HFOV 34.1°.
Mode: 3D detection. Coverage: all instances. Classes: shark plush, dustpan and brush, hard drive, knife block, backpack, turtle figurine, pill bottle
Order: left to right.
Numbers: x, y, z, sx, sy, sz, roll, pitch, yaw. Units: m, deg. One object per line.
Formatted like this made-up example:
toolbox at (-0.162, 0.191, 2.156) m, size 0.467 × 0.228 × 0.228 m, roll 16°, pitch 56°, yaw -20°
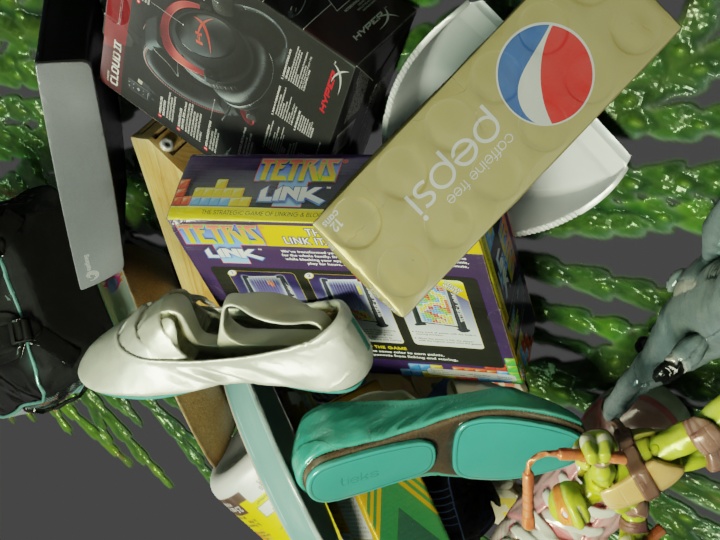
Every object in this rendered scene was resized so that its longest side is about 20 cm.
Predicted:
backpack at (-0.282, 0.032, 1.018) m, size 0.199 × 0.152 × 0.178 m, roll -29°, pitch 86°, yaw 48°
hard drive at (-0.202, -0.101, 0.868) m, size 0.042 × 0.136 × 0.202 m, roll -4°, pitch 133°, yaw -6°
knife block at (-0.109, -0.012, 0.909) m, size 0.200 × 0.064 × 0.175 m, roll 44°, pitch 140°, yaw -3°
pill bottle at (-0.024, 0.205, 0.993) m, size 0.200 × 0.110 × 0.109 m, roll 44°, pitch 142°, yaw -11°
dustpan and brush at (0.051, -0.058, 0.727) m, size 0.139 × 0.057 × 0.200 m, roll 44°, pitch 147°, yaw -8°
turtle figurine at (0.181, 0.124, 0.724) m, size 0.160 × 0.065 × 0.200 m, roll -26°, pitch 137°, yaw 10°
shark plush at (0.187, 0.029, 0.675) m, size 0.091 × 0.083 × 0.200 m, roll 47°, pitch 142°, yaw -5°

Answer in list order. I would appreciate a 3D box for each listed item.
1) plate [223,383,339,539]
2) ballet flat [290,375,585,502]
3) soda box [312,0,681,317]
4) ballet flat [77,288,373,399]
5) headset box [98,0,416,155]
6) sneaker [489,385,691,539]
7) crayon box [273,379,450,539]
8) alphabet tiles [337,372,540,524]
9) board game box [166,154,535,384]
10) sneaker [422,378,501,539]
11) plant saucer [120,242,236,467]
plate at (-0.058, 0.132, 0.832) m, size 0.200 × 0.025 × 0.202 m, roll 155°, pitch 91°, yaw -87°
ballet flat at (0.050, 0.100, 0.766) m, size 0.197 × 0.071 × 0.068 m, roll -6°, pitch 133°, yaw -11°
soda box at (0.065, -0.071, 0.600) m, size 0.068 × 0.200 × 0.064 m, roll 44°, pitch 179°, yaw -3°
ballet flat at (-0.090, 0.040, 0.739) m, size 0.197 × 0.070 × 0.070 m, roll -1°, pitch 129°, yaw 13°
headset box at (-0.080, -0.149, 0.750) m, size 0.199 × 0.075 × 0.149 m, roll 35°, pitch 141°, yaw 10°
sneaker at (0.152, 0.164, 0.809) m, size 0.075 × 0.105 × 0.201 m, roll 37°, pitch 136°, yaw 5°
crayon box at (0.007, 0.157, 0.845) m, size 0.202 × 0.051 × 0.126 m, roll 65°, pitch 164°, yaw 5°
alphabet tiles at (0.064, 0.124, 0.926) m, size 0.194 × 0.015 × 0.202 m, roll -7°, pitch 120°, yaw 44°
board game box at (0.000, 0.000, 0.743) m, size 0.197 × 0.057 × 0.166 m, roll 3°, pitch 143°, yaw 21°
sneaker at (0.071, 0.154, 0.881) m, size 0.077 × 0.070 × 0.201 m, roll 33°, pitch 150°, yaw 20°
plant saucer at (-0.145, 0.063, 0.969) m, size 0.200 × 0.035 × 0.202 m, roll 156°, pitch 91°, yaw -84°
